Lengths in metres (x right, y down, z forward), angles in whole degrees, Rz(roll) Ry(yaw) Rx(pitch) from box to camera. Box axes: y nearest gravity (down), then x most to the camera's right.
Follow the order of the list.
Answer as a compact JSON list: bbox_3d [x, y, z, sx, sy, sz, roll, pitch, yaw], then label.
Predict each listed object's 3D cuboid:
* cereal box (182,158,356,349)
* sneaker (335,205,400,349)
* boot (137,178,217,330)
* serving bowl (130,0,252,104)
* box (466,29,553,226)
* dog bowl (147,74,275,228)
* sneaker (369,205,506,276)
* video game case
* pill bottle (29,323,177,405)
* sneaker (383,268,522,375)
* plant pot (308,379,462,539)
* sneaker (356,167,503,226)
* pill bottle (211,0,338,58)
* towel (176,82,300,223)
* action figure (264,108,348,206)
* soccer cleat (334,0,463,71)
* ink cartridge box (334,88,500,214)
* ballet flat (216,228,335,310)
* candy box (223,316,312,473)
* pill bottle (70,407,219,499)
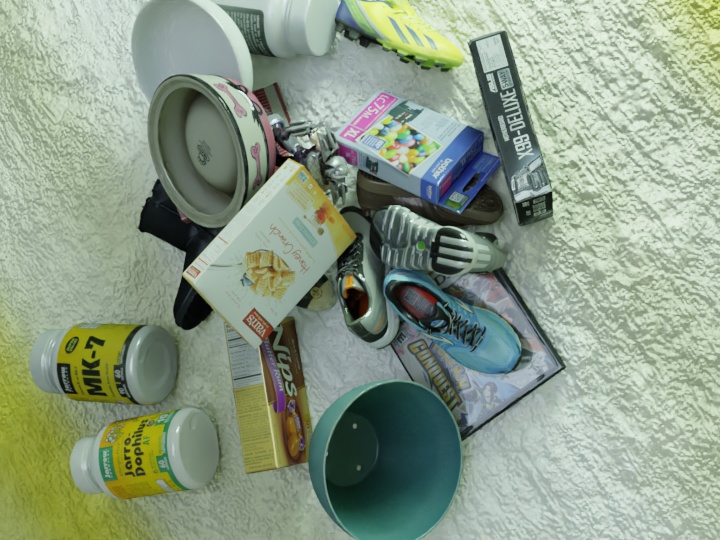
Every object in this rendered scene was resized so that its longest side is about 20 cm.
[{"bbox_3d":[-0.111,-0.019,1.316,0.201,0.144,0.039,-49,42,-10],"label":"cereal box"},{"bbox_3d":[0.000,0.000,1.375,0.073,0.079,0.203,-27,59,26],"label":"sneaker"},{"bbox_3d":[-0.256,-0.037,1.512,0.161,0.073,0.200,31,93,21],"label":"boot"},{"bbox_3d":[-0.219,-0.285,1.430,0.198,0.066,0.203,19,126,28],"label":"serving bowl"},{"bbox_3d":[0.184,-0.168,1.265,0.049,0.158,0.203,-16,80,8],"label":"box"},{"bbox_3d":[-0.190,-0.162,1.366,0.198,0.073,0.203,22,124,37],"label":"dog bowl"},{"bbox_3d":[0.103,-0.028,1.310,0.199,0.114,0.076,25,104,51],"label":"sneaker"},{"bbox_3d":[0.136,0.091,1.346,0.180,0.025,0.202,-38,72,18],"label":"video game case"},{"bbox_3d":[-0.378,0.136,1.536,0.197,0.114,0.117,-1,86,25],"label":"pill bottle"},{"bbox_3d":[0.107,0.069,1.290,0.198,0.090,0.079,30,99,9],"label":"sneaker"},{"bbox_3d":[0.012,0.236,1.323,0.134,0.197,0.204,-2,85,61],"label":"plant pot"},{"bbox_3d":[0.089,-0.087,1.365,0.197,0.071,0.076,17,136,16],"label":"sneaker"},{"bbox_3d":[-0.136,-0.357,1.454,0.197,0.114,0.116,14,92,25],"label":"pill bottle"},{"bbox_3d":[-0.184,-0.167,1.479,0.197,0.023,0.146,-22,73,0],"label":"towel"},{"bbox_3d":[-0.085,-0.147,1.376,0.198,0.069,0.132,25,129,41],"label":"action figure"},{"bbox_3d":[0.054,-0.326,1.391,0.198,0.065,0.085,27,95,24],"label":"soccer cleat"},{"bbox_3d":[0.074,-0.157,1.348,0.198,0.042,0.120,28,56,22],"label":"ink cartridge box"},{"bbox_3d":[-0.119,-0.010,1.431,0.199,0.057,0.067,36,87,-1],"label":"ballet flat"},{"bbox_3d":[-0.121,0.164,1.412,0.056,0.116,0.204,-12,81,23],"label":"candy box"},{"bbox_3d":[-0.312,0.265,1.496,0.197,0.112,0.115,-12,82,24],"label":"pill bottle"}]
